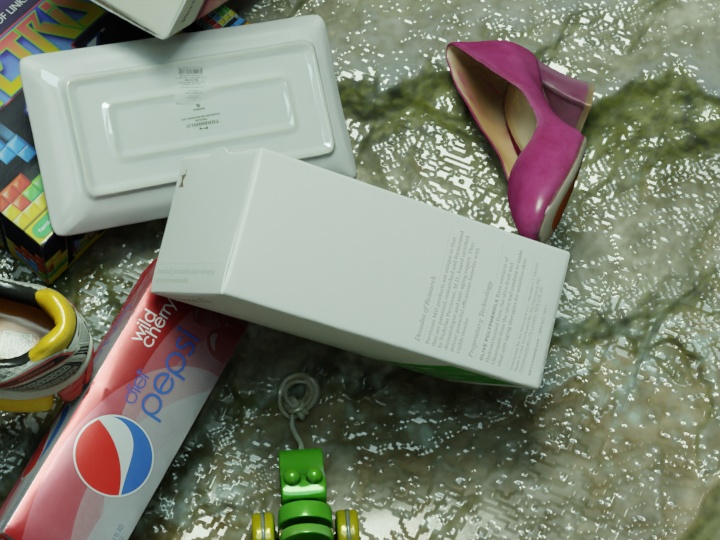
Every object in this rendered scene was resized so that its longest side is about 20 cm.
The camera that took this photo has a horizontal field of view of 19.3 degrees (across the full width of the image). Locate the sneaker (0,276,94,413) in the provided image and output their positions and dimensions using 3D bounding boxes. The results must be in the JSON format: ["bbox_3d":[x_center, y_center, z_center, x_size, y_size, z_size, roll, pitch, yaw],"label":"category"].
[{"bbox_3d":[-0.240,0.026,1.113,0.200,0.082,0.078,1,68,-7],"label":"sneaker"}]

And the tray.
[{"bbox_3d":[-0.097,-0.090,1.260,0.200,0.022,0.107,-12,89,-26],"label":"tray"}]

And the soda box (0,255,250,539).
[{"bbox_3d":[-0.133,0.084,1.184,0.063,0.070,0.200,33,64,-11],"label":"soda box"}]

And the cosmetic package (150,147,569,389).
[{"bbox_3d":[0.000,0.000,1.167,0.200,0.108,0.085,16,83,-25],"label":"cosmetic package"}]

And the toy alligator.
[{"bbox_3d":[-0.031,0.137,1.177,0.059,0.054,0.200,-2,62,-4],"label":"toy alligator"}]

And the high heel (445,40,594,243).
[{"bbox_3d":[0.083,-0.078,1.255,0.096,0.067,0.200,19,25,0],"label":"high heel"}]

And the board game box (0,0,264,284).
[{"bbox_3d":[-0.183,-0.115,1.305,0.165,0.057,0.200,37,67,15],"label":"board game box"}]

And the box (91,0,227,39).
[{"bbox_3d":[-0.100,-0.238,1.276,0.109,0.128,0.200,31,28,6],"label":"box"}]
